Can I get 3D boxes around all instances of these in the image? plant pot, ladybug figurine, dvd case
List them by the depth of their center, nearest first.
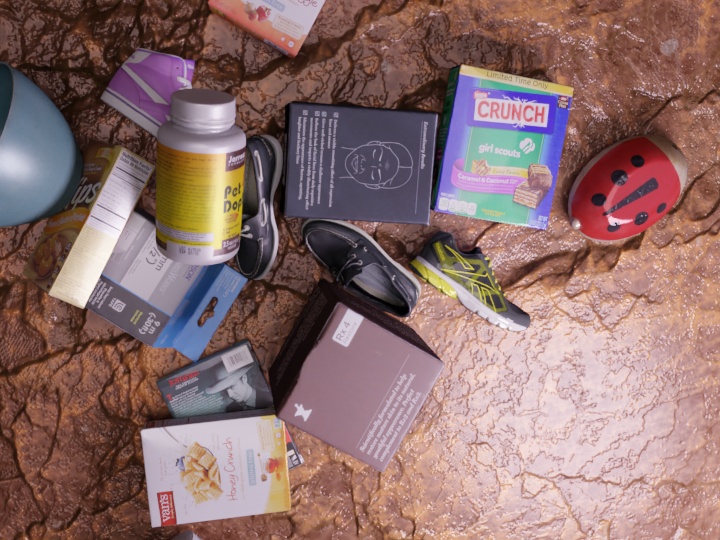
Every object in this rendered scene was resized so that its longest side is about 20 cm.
[{"bbox_3d":[-0.430,-0.137,1.074,0.134,0.200,0.201,28,94,-45],"label":"plant pot"},{"bbox_3d":[-0.186,0.218,1.233,0.145,0.022,0.202,-24,102,-5],"label":"dvd case"},{"bbox_3d":[0.392,-0.116,1.249,0.199,0.072,0.136,-36,102,-2],"label":"ladybug figurine"}]

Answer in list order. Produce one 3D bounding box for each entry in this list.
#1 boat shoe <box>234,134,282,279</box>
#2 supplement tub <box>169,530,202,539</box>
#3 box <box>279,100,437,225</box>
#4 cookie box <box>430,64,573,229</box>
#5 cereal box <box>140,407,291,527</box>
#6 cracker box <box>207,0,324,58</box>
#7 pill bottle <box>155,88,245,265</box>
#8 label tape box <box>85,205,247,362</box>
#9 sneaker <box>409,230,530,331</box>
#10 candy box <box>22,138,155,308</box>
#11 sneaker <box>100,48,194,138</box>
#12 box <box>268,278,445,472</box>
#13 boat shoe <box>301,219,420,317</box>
[{"bbox_3d":[-0.151,-0.081,1.153,0.075,0.060,0.203,13,108,31],"label":"boat shoe"},{"bbox_3d":[-0.213,0.479,1.205,0.144,0.144,0.200,-40,102,-1],"label":"supplement tub"},{"bbox_3d":[-0.006,-0.145,1.164,0.197,0.107,0.150,3,98,-8],"label":"box"},{"bbox_3d":[0.193,-0.171,1.208,0.169,0.075,0.203,8,96,-9],"label":"cookie box"},{"bbox_3d":[-0.201,0.275,1.208,0.197,0.040,0.146,-6,100,-8],"label":"cereal box"},{"bbox_3d":[-0.098,-0.404,1.137,0.133,0.058,0.202,27,93,-12],"label":"cracker box"},{"bbox_3d":[-0.198,-0.117,1.068,0.108,0.110,0.202,3,114,-9],"label":"pill bottle"},{"bbox_3d":[-0.272,0.021,1.169,0.199,0.066,0.144,33,92,-10],"label":"label tape box"},{"bbox_3d":[0.170,0.016,1.232,0.199,0.074,0.085,31,92,-12],"label":"sneaker"},{"bbox_3d":[-0.349,-0.064,1.099,0.055,0.115,0.202,29,84,-39],"label":"candy box"},{"bbox_3d":[-0.230,-0.214,1.139,0.200,0.073,0.115,36,86,-14],"label":"sneaker"},{"bbox_3d":[-0.014,0.133,1.157,0.163,0.200,0.167,30,94,-12],"label":"box"},{"bbox_3d":[-0.001,0.002,1.197,0.199,0.066,0.074,39,122,-18],"label":"boat shoe"}]
